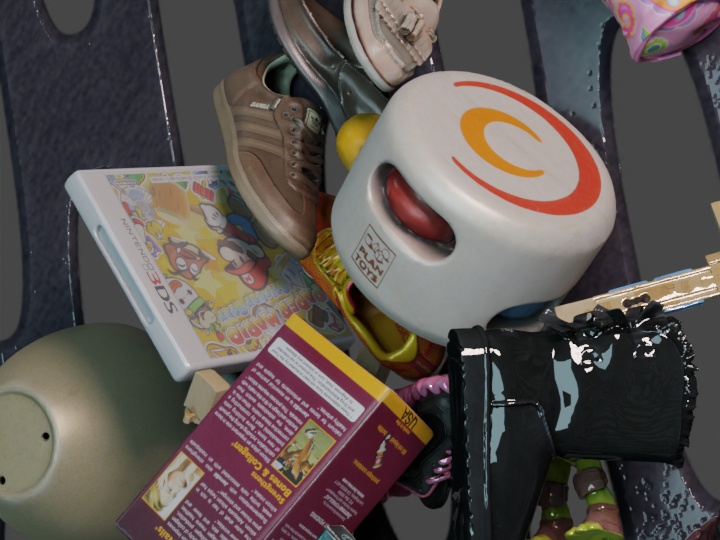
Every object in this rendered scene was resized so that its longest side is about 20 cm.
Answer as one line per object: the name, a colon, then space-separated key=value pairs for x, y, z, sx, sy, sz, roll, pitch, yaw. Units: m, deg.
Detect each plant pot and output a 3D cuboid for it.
plant pot: x=-0.247 y=0.140 z=1.469 sx=0.200 sy=0.134 sz=0.201 roll=-2 pitch=84 yaw=26

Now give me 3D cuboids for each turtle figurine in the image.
turtle figurine: x=0.146 y=0.125 z=1.312 sx=0.199 sy=0.064 sz=0.162 roll=-15 pitch=64 yaw=35

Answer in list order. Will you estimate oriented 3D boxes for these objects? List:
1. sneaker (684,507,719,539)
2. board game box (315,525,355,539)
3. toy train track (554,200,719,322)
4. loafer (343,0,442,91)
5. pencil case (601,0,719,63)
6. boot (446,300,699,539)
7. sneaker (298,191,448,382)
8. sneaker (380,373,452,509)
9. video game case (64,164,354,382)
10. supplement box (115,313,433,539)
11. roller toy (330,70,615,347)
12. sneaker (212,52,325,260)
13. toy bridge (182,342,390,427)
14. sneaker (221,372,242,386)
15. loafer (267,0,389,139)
sneaker: x=0.249 y=0.198 z=1.226 sx=0.076 sy=0.115 sz=0.200 roll=38 pitch=103 yaw=24
board game box: x=0.007 y=0.285 z=1.174 sx=0.200 sy=0.028 sz=0.135 roll=44 pitch=103 yaw=26
toy train track: x=0.237 y=0.016 z=1.265 sx=0.199 sy=0.033 sz=0.115 roll=-15 pitch=65 yaw=-1
loafer: x=0.031 y=-0.197 z=1.332 sx=0.063 sy=0.200 sz=0.072 roll=-29 pitch=110 yaw=16
pencil case: x=0.188 y=-0.250 z=1.311 sx=0.087 sy=0.087 sz=0.200 roll=-37 pitch=70 yaw=19
boot: x=0.144 y=0.119 z=1.210 sx=0.162 sy=0.073 sz=0.199 roll=-3 pitch=97 yaw=-8
sneaker: x=0.000 y=0.000 z=1.378 sx=0.073 sy=0.077 sz=0.200 roll=-44 pitch=57 yaw=2
sneaker: x=0.060 y=0.126 z=1.317 sx=0.200 sy=0.079 sz=0.096 roll=-26 pitch=74 yaw=56
video game case: x=-0.113 y=-0.004 z=1.376 sx=0.023 sy=0.200 sz=0.182 roll=-43 pitch=69 yaw=31
supplement box: x=-0.060 y=0.148 z=1.260 sx=0.200 sy=0.086 sz=0.110 roll=-50 pitch=52 yaw=-5
roller toy: x=0.076 y=-0.040 z=1.283 sx=0.199 sy=0.183 sz=0.140 roll=22 pitch=127 yaw=-12
sneaker: x=-0.062 y=-0.099 z=1.401 sx=0.075 sy=0.070 sz=0.200 roll=-35 pitch=50 yaw=14
toy bridge: x=-0.058 y=0.096 z=1.345 sx=0.027 sy=0.200 sz=0.067 roll=40 pitch=122 yaw=33
sneaker: x=-0.103 y=0.037 z=1.422 sx=0.078 sy=0.099 sz=0.200 roll=-49 pitch=68 yaw=19
loafer: x=-0.005 y=-0.156 z=1.413 sx=0.071 sy=0.073 sz=0.200 roll=-33 pitch=77 yaw=10
